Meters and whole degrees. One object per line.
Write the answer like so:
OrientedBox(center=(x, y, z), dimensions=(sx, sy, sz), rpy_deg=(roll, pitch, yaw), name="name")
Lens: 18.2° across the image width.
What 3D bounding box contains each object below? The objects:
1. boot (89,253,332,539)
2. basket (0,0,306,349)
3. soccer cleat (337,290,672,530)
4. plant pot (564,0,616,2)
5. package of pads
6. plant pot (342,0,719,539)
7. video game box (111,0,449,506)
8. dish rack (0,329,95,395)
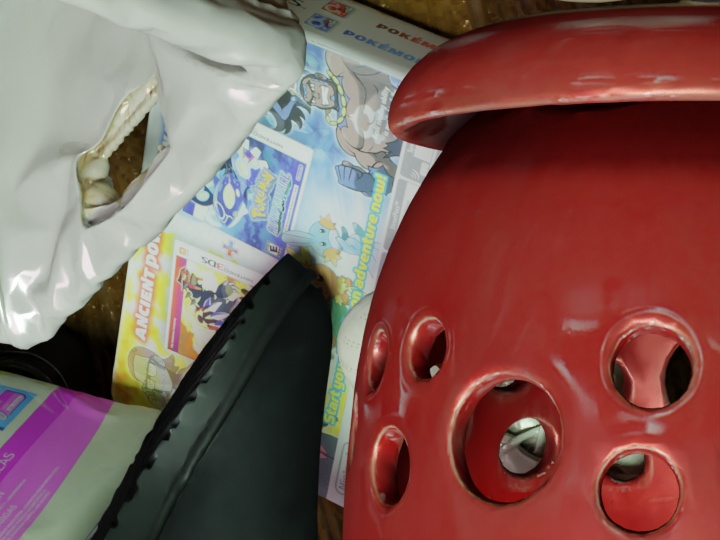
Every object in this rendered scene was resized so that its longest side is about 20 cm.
OrientedBox(center=(-0.011, 0.115, 0.807), dimensions=(0.168, 0.200, 0.076), rpy_deg=(32, 152, -8), name="boot")
OrientedBox(center=(-0.157, -0.099, 0.764), dimensions=(0.199, 0.161, 0.198), rpy_deg=(13, 142, -33), name="basket")
OrientedBox(center=(0.080, 0.068, 0.788), dimensions=(0.200, 0.078, 0.069), rpy_deg=(30, 120, -19), name="soccer cleat")
OrientedBox(center=(0.086, -0.159, 0.634), dimensions=(0.200, 0.175, 0.201), rpy_deg=(15, 123, 24), name="plant pot")
OrientedBox(center=(-0.191, 0.099, 0.879), dimensions=(0.199, 0.155, 0.068), rpy_deg=(12, 126, 19), name="package of pads")
OrientedBox(center=(0.094, 0.022, 0.666), dimensions=(0.200, 0.200, 0.183), rpy_deg=(-2, 85, 31), name="plant pot")
OrientedBox(center=(0.000, 0.000, 0.859), dimensions=(0.182, 0.047, 0.201), rpy_deg=(23, 126, 14), name="video game box")
OrientedBox(center=(-0.198, 0.094, 1.017), dimensions=(0.199, 0.055, 0.154), rpy_deg=(1, 116, 23), name="dish rack")
